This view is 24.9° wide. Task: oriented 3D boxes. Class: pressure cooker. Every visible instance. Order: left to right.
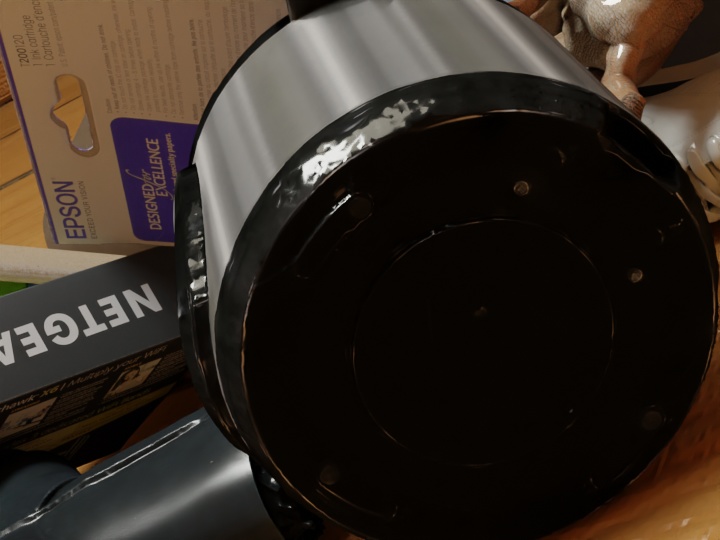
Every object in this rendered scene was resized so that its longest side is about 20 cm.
[{"bbox_3d":[0.024,-0.012,0.605,0.176,0.178,0.200,-61,21,17],"label":"pressure cooker"}]

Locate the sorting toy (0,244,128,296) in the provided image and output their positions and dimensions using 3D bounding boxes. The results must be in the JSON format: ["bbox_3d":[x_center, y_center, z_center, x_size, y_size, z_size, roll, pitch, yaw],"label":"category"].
[{"bbox_3d":[-0.176,0.018,0.945,0.184,0.037,0.200,5,-10,-28],"label":"sorting toy"}]

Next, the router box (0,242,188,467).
[{"bbox_3d":[-0.180,0.068,0.806,0.200,0.052,0.157,-20,-18,-42],"label":"router box"}]

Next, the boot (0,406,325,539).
[{"bbox_3d":[-0.092,0.101,0.701,0.168,0.077,0.200,-27,11,5],"label":"boot"}]

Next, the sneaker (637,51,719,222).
[{"bbox_3d":[0.165,-0.056,0.708,0.200,0.076,0.081,-23,26,50],"label":"sneaker"}]

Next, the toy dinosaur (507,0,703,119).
[{"bbox_3d":[0.123,-0.121,0.706,0.135,0.086,0.200,-42,3,-10],"label":"toy dinosaur"}]

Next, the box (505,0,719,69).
[{"bbox_3d":[0.101,-0.160,0.882,0.123,0.200,0.198,-39,17,-26],"label":"box"}]

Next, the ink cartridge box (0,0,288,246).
[{"bbox_3d":[-0.054,-0.079,0.730,0.199,0.198,0.044,3,54,2],"label":"ink cartridge box"}]

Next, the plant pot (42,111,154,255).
[{"bbox_3d":[-0.122,-0.063,1.091,0.175,0.200,0.200,-42,8,34],"label":"plant pot"}]
